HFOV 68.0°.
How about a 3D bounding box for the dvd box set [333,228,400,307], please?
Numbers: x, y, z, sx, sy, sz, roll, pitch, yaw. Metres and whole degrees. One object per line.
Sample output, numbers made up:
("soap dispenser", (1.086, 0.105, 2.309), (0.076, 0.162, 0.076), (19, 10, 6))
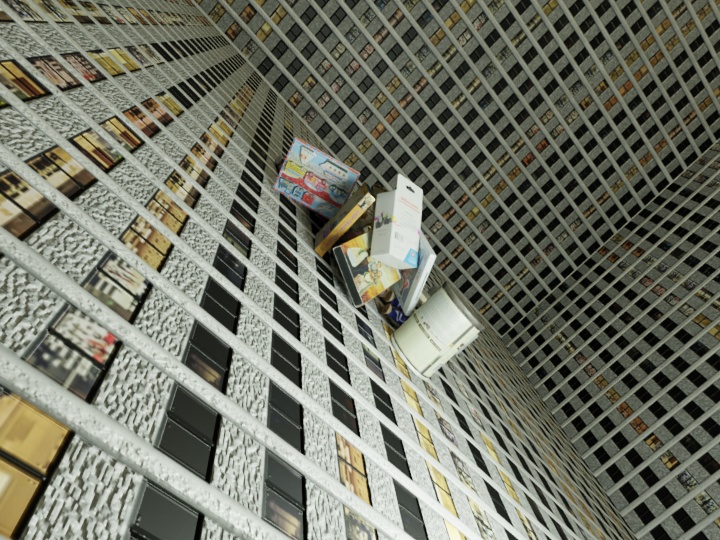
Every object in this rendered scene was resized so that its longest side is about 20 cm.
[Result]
("dvd box set", (0.021, -0.015, 1.312), (0.198, 0.029, 0.151), (-28, 99, -54))

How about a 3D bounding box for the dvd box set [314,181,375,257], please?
("dvd box set", (-0.043, -0.135, 1.378), (0.029, 0.200, 0.147), (41, 11, -16))

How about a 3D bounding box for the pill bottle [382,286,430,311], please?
("pill bottle", (0.162, 0.111, 1.572), (0.201, 0.114, 0.114), (49, 11, 4))

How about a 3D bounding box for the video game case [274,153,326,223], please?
("video game case", (-0.180, -0.257, 1.674), (0.199, 0.036, 0.183), (42, 14, -34))

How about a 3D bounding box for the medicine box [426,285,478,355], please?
("medicine box", (0.286, 0.163, 1.805), (0.184, 0.102, 0.200), (52, 0, -5))

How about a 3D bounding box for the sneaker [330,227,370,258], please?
("sneaker", (-0.030, -0.019, 1.397), (0.077, 0.111, 0.205), (67, 27, -51))

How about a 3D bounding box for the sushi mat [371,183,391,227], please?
("sushi mat", (0.072, -0.156, 1.474), (0.094, 0.012, 0.202), (33, -23, 15))

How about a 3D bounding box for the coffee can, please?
("coffee can", (0.190, 0.150, 1.329), (0.146, 0.200, 0.147), (45, 11, -11))

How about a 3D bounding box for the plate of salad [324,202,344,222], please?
("plate of salad", (-0.079, -0.184, 1.548), (0.200, 0.046, 0.208), (169, -89, -75))

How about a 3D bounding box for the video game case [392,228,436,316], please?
("video game case", (0.126, -0.017, 1.399), (0.022, 0.187, 0.202), (8, 31, -20))

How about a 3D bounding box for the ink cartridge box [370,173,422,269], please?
("ink cartridge box", (0.092, -0.119, 1.324), (0.114, 0.066, 0.208), (23, 69, -46))

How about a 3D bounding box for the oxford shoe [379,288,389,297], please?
("oxford shoe", (0.000, 0.000, 1.483), (0.200, 0.072, 0.072), (47, 30, 11))

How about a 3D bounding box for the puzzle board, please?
("puzzle board", (-0.118, -0.238, 1.420), (0.195, 0.153, 0.018), (26, 22, -11))

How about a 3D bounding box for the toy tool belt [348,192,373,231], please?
("toy tool belt", (-0.013, -0.178, 1.635), (0.196, 0.124, 0.126), (5, -55, 48))

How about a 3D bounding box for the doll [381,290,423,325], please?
("doll", (0.149, 0.140, 1.468), (0.196, 0.048, 0.140), (29, 57, -18))
